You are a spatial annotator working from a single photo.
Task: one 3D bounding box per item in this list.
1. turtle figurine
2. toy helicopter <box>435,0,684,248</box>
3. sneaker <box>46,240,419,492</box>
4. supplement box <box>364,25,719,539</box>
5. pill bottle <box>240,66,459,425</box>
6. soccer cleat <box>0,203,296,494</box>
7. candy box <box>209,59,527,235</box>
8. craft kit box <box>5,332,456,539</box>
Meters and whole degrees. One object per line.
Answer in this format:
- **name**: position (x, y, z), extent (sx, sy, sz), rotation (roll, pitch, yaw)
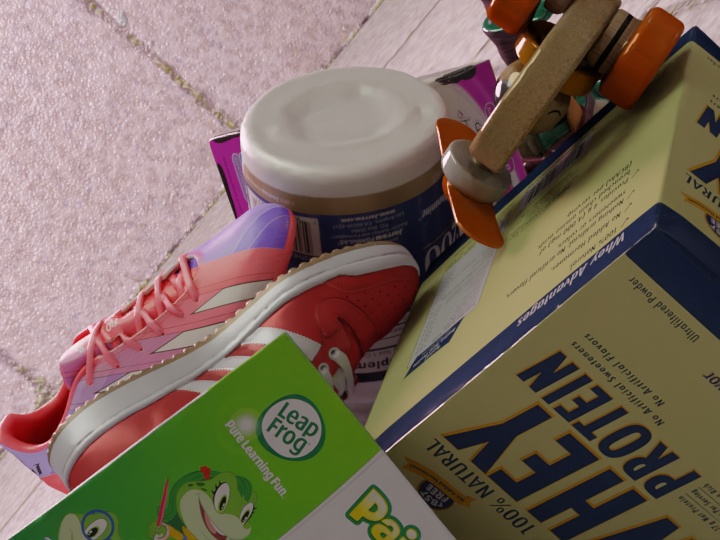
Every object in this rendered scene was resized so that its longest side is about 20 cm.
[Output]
- **turtle figurine**: position (0.131, -0.088, 1.144), extent (0.101, 0.200, 0.150), rotation (-34, 30, -4)
- **toy helicopter**: position (0.081, -0.079, 0.923), extent (0.132, 0.079, 0.200), rotation (-57, -2, 4)
- **sneaker**: position (-0.034, 0.073, 0.892), extent (0.200, 0.112, 0.071), rotation (-33, -34, -13)
- **supplement box**: position (0.121, 0.033, 0.866), extent (0.200, 0.134, 0.200), rotation (-43, 12, 31)
- **pill bottle**: position (0.000, 0.000, 1.038), extent (0.111, 0.111, 0.200), rotation (-62, -27, -48)
- **soccer cleat**: position (-0.106, 0.039, 0.969), extent (0.200, 0.076, 0.067), rotation (-51, 23, 24)
- **candy box**: position (0.010, -0.039, 1.146), extent (0.061, 0.137, 0.200), rotation (-27, 13, -40)
- **craft kit box**: position (-0.046, 0.160, 0.758), extent (0.197, 0.200, 0.049), rotation (-36, -16, -16)
